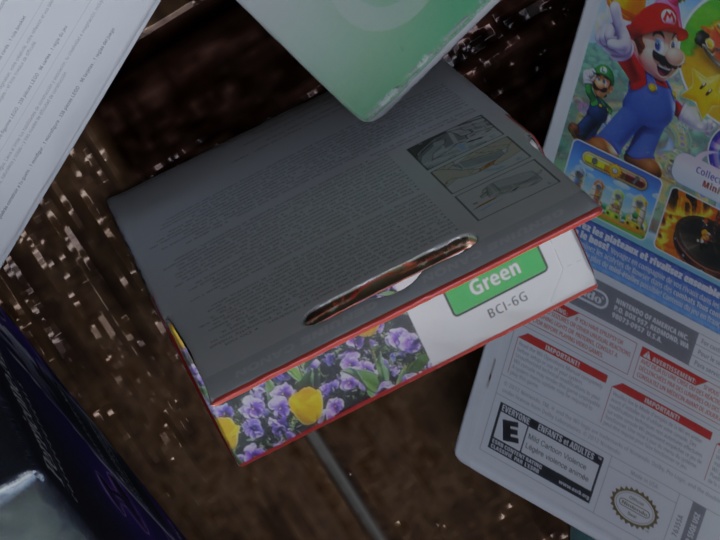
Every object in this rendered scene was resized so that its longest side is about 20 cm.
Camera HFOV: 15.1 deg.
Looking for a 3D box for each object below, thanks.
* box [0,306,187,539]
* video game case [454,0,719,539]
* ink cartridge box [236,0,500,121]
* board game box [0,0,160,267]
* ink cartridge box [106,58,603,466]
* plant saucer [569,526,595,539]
[{"bbox_3d":[-0.103,0.096,0.736,0.104,0.148,0.200,-34,132,-2],"label":"box"},{"bbox_3d":[0.111,0.002,0.761,0.143,0.018,0.200,29,122,23],"label":"video game case"},{"bbox_3d":[-0.012,-0.163,0.704,0.200,0.050,0.161,43,116,-5],"label":"ink cartridge box"},{"bbox_3d":[-0.148,-0.049,0.771,0.126,0.035,0.200,30,98,-20],"label":"board game box"},{"bbox_3d":[0.000,0.000,0.731,0.109,0.200,0.050,-26,109,-4],"label":"ink cartridge box"},{"bbox_3d":[0.168,0.085,0.888,0.200,0.027,0.200,-4,108,-12],"label":"plant saucer"}]
